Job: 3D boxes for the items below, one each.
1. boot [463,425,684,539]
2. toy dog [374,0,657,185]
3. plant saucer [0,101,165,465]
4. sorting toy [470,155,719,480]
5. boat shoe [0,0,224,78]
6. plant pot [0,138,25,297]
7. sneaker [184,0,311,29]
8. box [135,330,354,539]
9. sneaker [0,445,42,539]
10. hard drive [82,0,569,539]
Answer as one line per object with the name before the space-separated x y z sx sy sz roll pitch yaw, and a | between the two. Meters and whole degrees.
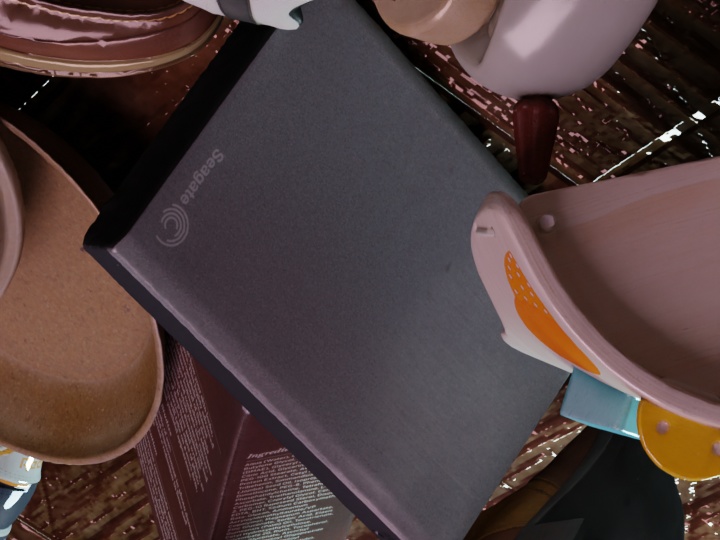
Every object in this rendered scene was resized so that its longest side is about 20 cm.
boot | 0.027 0.128 1.166 0.199 0.188 0.069 -16 112 27
toy dog | 0.092 -0.096 0.905 0.131 0.097 0.200 -1 160 -25
plant saucer | -0.157 -0.006 1.215 0.200 0.035 0.201 23 136 24
sorting toy | 0.132 0.012 0.998 0.199 0.107 0.180 -12 178 -12
boat shoe | -0.147 -0.129 1.044 0.199 0.072 0.068 19 148 12
plant pot | -0.256 0.021 1.106 0.200 0.184 0.201 9 135 9
sneaker | -0.009 -0.146 0.951 0.080 0.074 0.200 20 150 -26
box | -0.044 0.060 1.201 0.075 0.100 0.200 -10 151 -16
sneaker | -0.234 0.047 1.340 0.200 0.078 0.080 36 103 5
hard drive | 0.000 0.000 1.070 0.200 0.140 0.033 46 158 -29
